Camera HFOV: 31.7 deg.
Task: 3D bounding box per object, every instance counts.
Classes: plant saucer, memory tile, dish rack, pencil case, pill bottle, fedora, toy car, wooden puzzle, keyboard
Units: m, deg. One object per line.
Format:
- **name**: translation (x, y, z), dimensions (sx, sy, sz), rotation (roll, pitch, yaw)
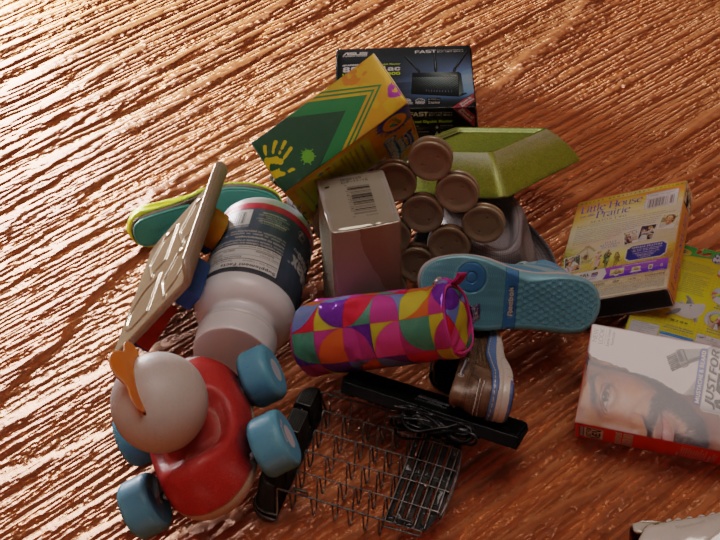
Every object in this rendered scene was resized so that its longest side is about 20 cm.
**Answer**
- **plant saucer**: translation (0.141, -0.139, 1.565), dimensions (0.197, 0.049, 0.199), rotation (5, 21, 37)
- **memory tile**: translation (0.053, -0.055, 1.439), dimensions (0.199, 0.153, 0.017), rotation (-31, 25, 30)
- **dish rack**: translation (0.002, 0.201, 1.300), dimensions (0.197, 0.055, 0.154), rotation (13, 46, 13)
- **pencil case**: translation (0.024, 0.059, 1.308), dimensions (0.197, 0.089, 0.089), rotation (-11, 37, 28)
- **pill bottle**: translation (-0.125, 0.025, 1.441), dimensions (0.117, 0.121, 0.202), rotation (4, 44, 7)
- **fedora**: translation (0.148, -0.033, 1.509), dimensions (0.174, 0.091, 0.201), rotation (-11, 44, -9)
- **toy car**: translation (-0.185, 0.128, 1.239), dimensions (0.182, 0.201, 0.178), rotation (-25, 43, 8)
- **wooden puzzle**: translation (-0.207, 0.000, 1.438), dimensions (0.046, 0.200, 0.187), rotation (29, 41, -16)
- **keyboard**: translation (0.068, 0.152, 1.295), dimensions (0.197, 0.040, 0.104), rotation (16, 10, 16)

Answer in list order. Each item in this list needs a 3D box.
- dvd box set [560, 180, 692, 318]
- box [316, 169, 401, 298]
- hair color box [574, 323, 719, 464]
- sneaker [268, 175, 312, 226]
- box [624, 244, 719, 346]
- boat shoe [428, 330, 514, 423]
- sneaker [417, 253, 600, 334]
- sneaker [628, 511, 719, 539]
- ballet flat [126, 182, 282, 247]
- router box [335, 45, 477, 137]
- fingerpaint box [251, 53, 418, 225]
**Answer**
- **dvd box set**: translation (0.309, -0.023, 1.493), dimensions (0.144, 0.030, 0.201), rotation (-11, 35, 29)
- **box**: translation (0.000, 0.000, 1.401), dimensions (0.076, 0.202, 0.096), rotation (-10, 44, -8)
- **hair color box**: translation (0.329, 0.132, 1.320), dimensions (0.197, 0.064, 0.113), rotation (9, 72, 13)
- **sneaker**: translation (-0.051, -0.075, 1.594), dimensions (0.081, 0.075, 0.201), rotation (-33, 46, 1)
- **box**: translation (0.372, 0.047, 1.450), dimensions (0.116, 0.049, 0.201), rotation (15, 49, 18)
- **boat shoe**: translation (0.111, 0.099, 1.333), dimensions (0.071, 0.073, 0.200), rotation (11, 9, -6)
- **sneaker**: translation (0.153, 0.022, 1.390), dimensions (0.197, 0.081, 0.131), rotation (12, 7, -5)
- **sneaker**: translation (0.310, 0.256, 1.212), dimensions (0.198, 0.073, 0.085), rotation (-25, 50, -21)
- **ballet flat**: translation (-0.198, -0.078, 1.597), dimensions (0.197, 0.068, 0.067), rotation (-12, 23, -8)
- **router box**: translation (0.062, -0.244, 1.755), dimensions (0.196, 0.063, 0.151), rotation (-1, 42, 1)
- **fingerpaint box**: translation (-0.021, -0.142, 1.437), dimensions (0.166, 0.200, 0.074), rotation (-36, 78, 2)
